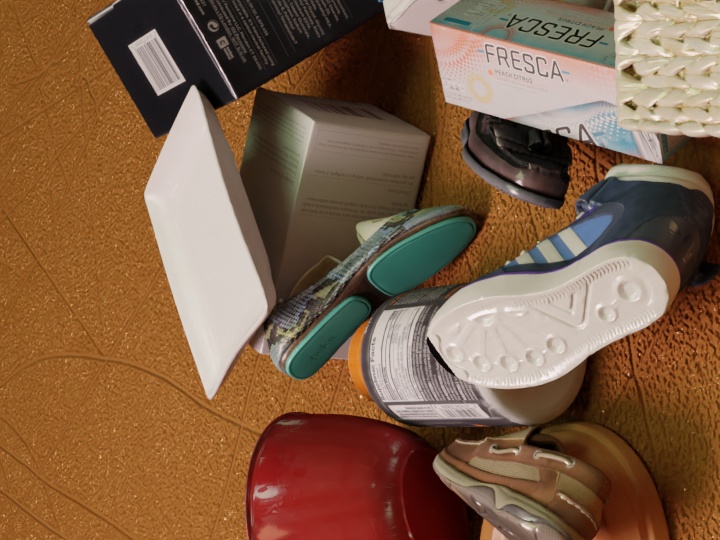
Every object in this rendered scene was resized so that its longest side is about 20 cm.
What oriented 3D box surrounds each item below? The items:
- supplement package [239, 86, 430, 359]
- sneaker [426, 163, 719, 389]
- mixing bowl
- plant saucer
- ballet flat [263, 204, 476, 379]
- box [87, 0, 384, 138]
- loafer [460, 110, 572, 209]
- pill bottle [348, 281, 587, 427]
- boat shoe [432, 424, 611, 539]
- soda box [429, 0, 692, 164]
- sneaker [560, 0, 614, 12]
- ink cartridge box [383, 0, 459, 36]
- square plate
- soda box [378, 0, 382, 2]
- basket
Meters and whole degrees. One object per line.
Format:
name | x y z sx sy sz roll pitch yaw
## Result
supplement package | -0.036 -0.038 1.562 0.117 0.116 0.202 34 114 56
sneaker | 0.149 -0.004 1.248 0.199 0.081 0.147 -24 20 38
mixing bowl | 0.012 0.192 1.409 0.108 0.200 0.202 -19 67 29
plant saucer | 0.141 0.207 1.310 0.200 0.037 0.202 -15 72 58
ballet flat | 0.000 0.000 1.472 0.200 0.074 0.074 -38 44 5
box | -0.094 -0.222 1.563 0.125 0.196 0.200 59 156 -9
loafer | 0.112 -0.098 1.329 0.200 0.071 0.063 -108 38 -72
pill bottle | 0.069 0.063 1.384 0.199 0.105 0.107 -7 80 58
boat shoe | 0.115 0.145 1.274 0.072 0.076 0.200 -51 23 -7
soda box | 0.141 -0.137 1.265 0.199 0.063 0.069 22 138 43
sneaker | 0.134 -0.232 1.294 0.201 0.130 0.080 -58 41 39
ink cartridge box | 0.072 -0.303 1.452 0.146 0.084 0.202 -40 50 49
square plate | -0.121 -0.020 1.525 0.200 0.028 0.200 127 128 -59
soda box | 0.076 -0.276 1.313 0.068 0.199 0.064 54 172 37
basket | 0.250 -0.134 1.033 0.135 0.198 0.125 11 101 59
